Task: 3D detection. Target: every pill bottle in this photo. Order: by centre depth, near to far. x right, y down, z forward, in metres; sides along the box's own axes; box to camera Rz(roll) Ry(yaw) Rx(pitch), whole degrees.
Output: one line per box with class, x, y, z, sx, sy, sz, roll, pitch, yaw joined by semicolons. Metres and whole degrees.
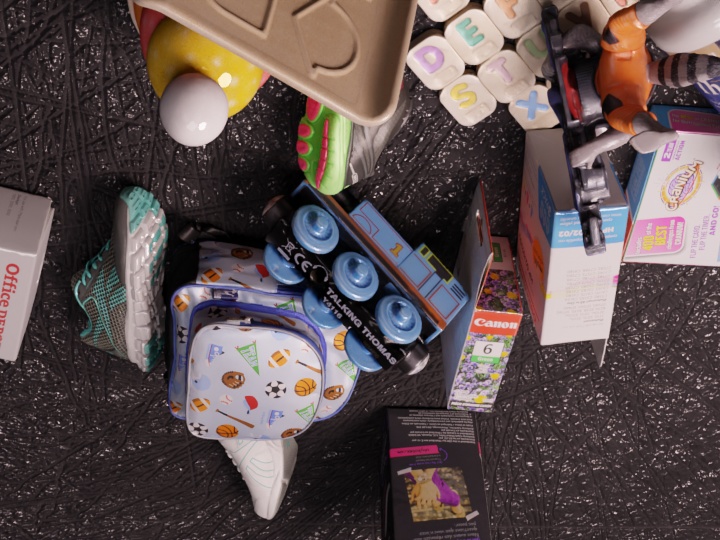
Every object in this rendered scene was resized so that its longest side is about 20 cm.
pill bottle;0.292;-0.195;0.891;0.111;0.112;0.199;-37;123;27

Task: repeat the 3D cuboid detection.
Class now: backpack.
backpack;-0.091;0.068;1.096;0.188;0.155;0.202;-1;130;-14

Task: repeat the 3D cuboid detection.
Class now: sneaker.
sneaker;0.004;-0.160;0.954;0.083;0.077;0.202;-12;135;-40
sneaker;-0.234;0.008;1.085;0.090;0.078;0.202;12;124;7
sneaker;-0.113;0.195;1.264;0.079;0.071;0.202;11;129;9

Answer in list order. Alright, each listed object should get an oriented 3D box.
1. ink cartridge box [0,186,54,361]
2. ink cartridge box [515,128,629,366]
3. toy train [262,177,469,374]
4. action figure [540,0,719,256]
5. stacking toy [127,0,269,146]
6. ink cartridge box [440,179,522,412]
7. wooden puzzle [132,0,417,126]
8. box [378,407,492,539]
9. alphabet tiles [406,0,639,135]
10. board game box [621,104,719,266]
ink cartridge box;-0.396;-0.012;1.051;0.197;0.085;0.145;13;130;-14
ink cartridge box;0.187;-0.015;1.041;0.067;0.116;0.202;-6;133;-3
toy train;0.000;0.000;1.024;0.200;0.114;0.087;47;137;-1
action figure;0.206;-0.118;0.881;0.103;0.193;0.203;-10;93;-4
stacking toy;-0.111;-0.160;0.851;0.144;0.201;0.147;-1;132;-1
ink cartridge box;0.118;0.027;1.084;0.050;0.110;0.202;5;131;-7
wooden puzzle;-0.055;-0.212;0.828;0.198;0.187;0.046;24;148;-20
box;0.077;0.261;1.229;0.104;0.201;0.123;2;133;-3
alphabet tiles;0.140;-0.201;0.947;0.199;0.015;0.196;-31;125;24
board game box;0.348;-0.072;1.049;0.197;0.041;0.154;3;131;-5
